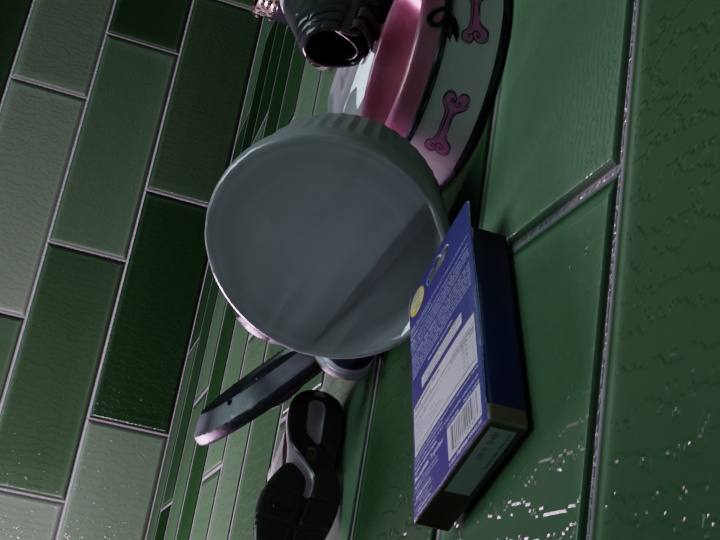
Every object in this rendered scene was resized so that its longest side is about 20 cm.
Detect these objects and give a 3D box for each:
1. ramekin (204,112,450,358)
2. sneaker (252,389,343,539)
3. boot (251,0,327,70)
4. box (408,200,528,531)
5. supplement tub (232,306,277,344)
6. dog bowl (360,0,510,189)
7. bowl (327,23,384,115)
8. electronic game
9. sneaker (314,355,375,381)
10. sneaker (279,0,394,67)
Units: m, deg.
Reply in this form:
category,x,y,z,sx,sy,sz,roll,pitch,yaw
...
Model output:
category,x,y,z,sx,sy,sz,roll,pitch,yaw
ramekin,-0.020,-0.035,0.893,0.094,0.201,0.203,-71,3,-60
sneaker,-0.062,0.229,1.072,0.116,0.075,0.201,107,178,-47
boot,-0.093,-0.386,1.670,0.204,0.153,0.074,142,141,-69
box,0.068,0.059,0.745,0.201,0.032,0.121,-90,20,-45
supplement tub,-0.072,-0.024,1.195,0.123,0.122,0.201,-88,11,-45
dog bowl,0.059,-0.176,0.960,0.200,0.073,0.202,-165,90,-78
bowl,0.019,-0.208,1.171,0.200,0.074,0.201,-93,22,-58
electronic game,-0.083,0.112,1.095,0.199,0.042,0.200,-35,3,2
sneaker,0.000,0.000,1.026,0.201,0.070,0.109,-84,13,-45
sneaker,0.022,-0.256,1.049,0.071,0.199,0.100,58,-163,-54
